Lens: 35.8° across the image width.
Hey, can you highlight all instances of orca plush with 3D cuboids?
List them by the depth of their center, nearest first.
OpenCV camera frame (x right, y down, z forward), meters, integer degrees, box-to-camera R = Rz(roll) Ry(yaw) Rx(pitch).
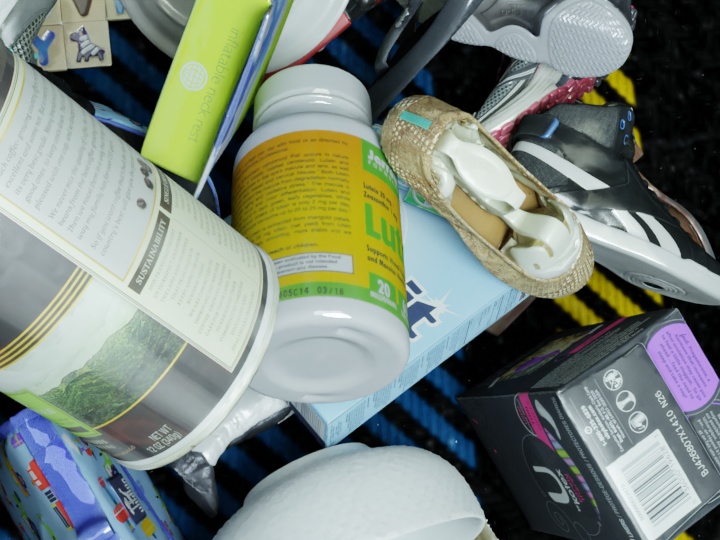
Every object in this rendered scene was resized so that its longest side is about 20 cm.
[{"bbox_3d":[-0.063,0.094,0.795,0.104,0.072,0.201,23,51,7],"label":"orca plush"}]

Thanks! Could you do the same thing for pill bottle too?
[{"bbox_3d":[-0.028,-0.029,0.714,0.109,0.112,0.203,5,57,-13],"label":"pill bottle"}]

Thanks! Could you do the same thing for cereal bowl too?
[{"bbox_3d":[-0.021,0.174,0.744,0.197,0.201,0.084,-21,66,-15],"label":"cereal bowl"}]

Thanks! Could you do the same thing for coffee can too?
[{"bbox_3d":[-0.160,-0.006,0.583,0.199,0.145,0.148,39,73,-34],"label":"coffee can"}]

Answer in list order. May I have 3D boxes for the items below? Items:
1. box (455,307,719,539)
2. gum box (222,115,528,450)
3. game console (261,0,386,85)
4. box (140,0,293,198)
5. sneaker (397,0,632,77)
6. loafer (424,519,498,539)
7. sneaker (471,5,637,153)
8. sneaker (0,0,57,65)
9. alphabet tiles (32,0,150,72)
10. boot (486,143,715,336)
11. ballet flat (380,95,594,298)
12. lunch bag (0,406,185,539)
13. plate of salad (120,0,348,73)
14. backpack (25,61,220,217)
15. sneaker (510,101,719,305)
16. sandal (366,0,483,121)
[{"bbox_3d":[0.165,0.112,0.785,0.105,0.200,0.123,-31,90,-15],"label":"box"},{"bbox_3d":[0.000,0.000,0.791,0.199,0.045,0.170,-33,66,-23],"label":"gum box"},{"bbox_3d":[-0.066,-0.266,0.876,0.201,0.118,0.172,54,43,-2],"label":"game console"},{"bbox_3d":[-0.081,-0.139,0.699,0.047,0.201,0.123,23,115,-5],"label":"box"},{"bbox_3d":[0.117,-0.225,0.837,0.197,0.076,0.115,22,60,3],"label":"sneaker"},{"bbox_3d":[0.104,0.259,0.820,0.067,0.076,0.202,-15,75,-52],"label":"loafer"},{"bbox_3d":[0.132,-0.147,0.885,0.074,0.081,0.200,38,73,22],"label":"sneaker"},{"bbox_3d":[-0.253,-0.114,0.787,0.090,0.077,0.202,29,87,-24],"label":"sneaker"},{"bbox_3d":[-0.243,-0.247,0.820,0.163,0.006,0.204,-6,91,-10],"label":"alphabet tiles"},{"bbox_3d":[0.164,0.000,0.876,0.199,0.064,0.187,-38,92,-13],"label":"boot"},{"bbox_3d":[0.094,-0.037,0.720,0.199,0.065,0.071,34,86,-28],"label":"ballet flat"},{"bbox_3d":[-0.171,0.155,0.697,0.093,0.200,0.152,-31,90,-15],"label":"lunch bag"},{"bbox_3d":[-0.092,-0.243,0.804,0.196,0.048,0.204,4,107,13],"label":"plate of salad"},{"bbox_3d":[-0.200,-0.031,0.720,0.198,0.134,0.185,18,99,-33],"label":"backpack"},{"bbox_3d":[0.201,-0.058,0.820,0.197,0.073,0.113,23,80,-12],"label":"sneaker"},{"bbox_3d":[0.035,-0.165,0.794,0.043,0.200,0.076,42,51,-5],"label":"sandal"}]
